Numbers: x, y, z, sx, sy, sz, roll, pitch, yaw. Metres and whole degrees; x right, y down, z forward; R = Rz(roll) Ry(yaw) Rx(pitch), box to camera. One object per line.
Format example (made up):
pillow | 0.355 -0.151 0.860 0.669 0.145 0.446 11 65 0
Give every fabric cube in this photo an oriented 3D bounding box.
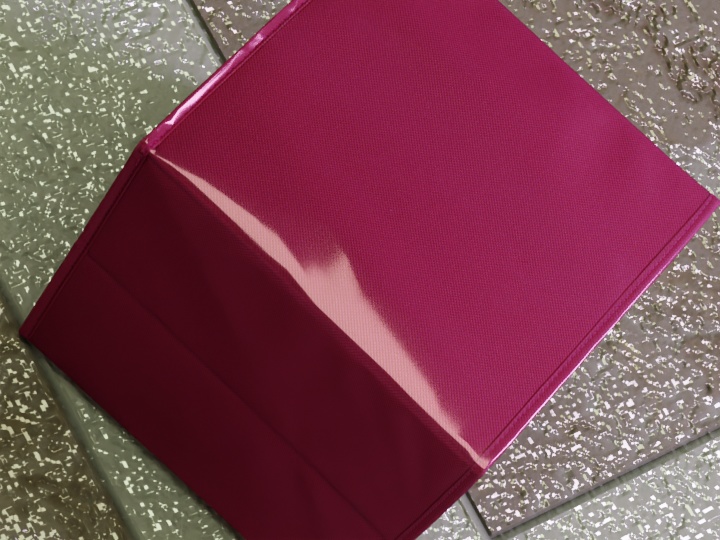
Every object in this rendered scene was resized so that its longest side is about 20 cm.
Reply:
fabric cube | 0.000 0.000 1.317 0.199 0.200 0.196 42 57 1
